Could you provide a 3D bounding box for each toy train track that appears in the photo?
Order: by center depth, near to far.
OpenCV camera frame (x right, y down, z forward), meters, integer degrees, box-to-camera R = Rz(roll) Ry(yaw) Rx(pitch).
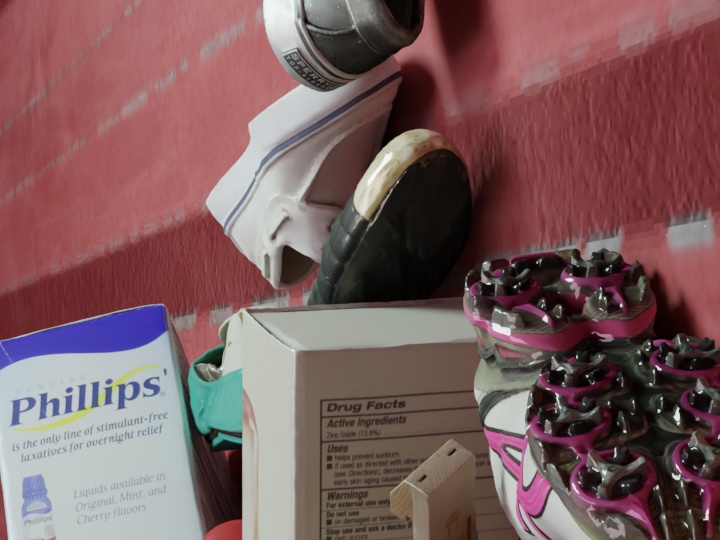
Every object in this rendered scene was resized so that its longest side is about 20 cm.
[{"bbox_3d":[0.022,0.127,0.807,0.032,0.115,0.200,32,145,29],"label":"toy train track"}]

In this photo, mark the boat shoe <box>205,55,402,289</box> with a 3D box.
[{"bbox_3d":[-0.017,-0.039,1.062,0.070,0.071,0.200,57,154,6],"label":"boat shoe"}]

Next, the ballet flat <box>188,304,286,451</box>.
[{"bbox_3d":[-0.052,0.053,1.162,0.200,0.067,0.071,159,99,-75],"label":"ballet flat"}]

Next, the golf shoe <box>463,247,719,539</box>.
[{"bbox_3d":[0.081,0.062,0.717,0.200,0.072,0.092,-110,13,-71],"label":"golf shoe"}]

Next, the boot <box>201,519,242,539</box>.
[{"bbox_3d":[-0.038,0.156,1.057,0.200,0.072,0.145,-121,11,-46],"label":"boot"}]

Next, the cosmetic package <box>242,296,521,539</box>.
[{"bbox_3d":[0.009,0.117,0.905,0.087,0.103,0.201,-149,59,-70],"label":"cosmetic package"}]

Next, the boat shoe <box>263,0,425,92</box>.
[{"bbox_3d":[0.003,-0.171,0.970,0.064,0.071,0.201,-22,58,39],"label":"boat shoe"}]

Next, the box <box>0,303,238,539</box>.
[{"bbox_3d":[-0.124,0.154,1.274,0.184,0.105,0.201,77,-179,-58],"label":"box"}]

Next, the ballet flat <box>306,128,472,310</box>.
[{"bbox_3d":[0.000,0.000,0.974,0.057,0.066,0.200,61,155,23],"label":"ballet flat"}]
